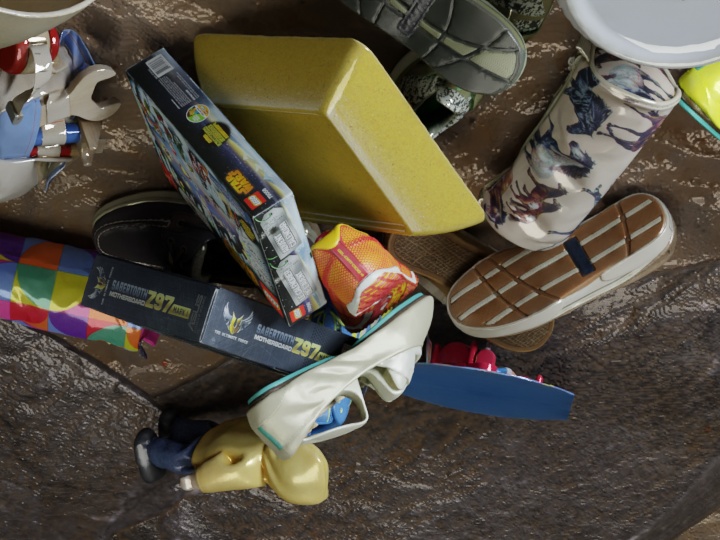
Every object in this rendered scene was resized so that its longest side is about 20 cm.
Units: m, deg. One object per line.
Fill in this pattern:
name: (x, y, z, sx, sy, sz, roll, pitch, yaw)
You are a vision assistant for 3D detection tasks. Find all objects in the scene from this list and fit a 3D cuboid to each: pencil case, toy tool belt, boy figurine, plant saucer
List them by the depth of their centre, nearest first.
plant saucer: (-0.028, -0.096, 1.552, 0.199, 0.049, 0.200, 8, 145, 46)
pencil case: (0.166, -0.098, 1.565, 0.089, 0.078, 0.200, 36, 133, 2)
toy tool belt: (-0.251, -0.137, 1.583, 0.123, 0.125, 0.200, -10, 151, -35)
pencil case: (-0.271, 0.018, 1.749, 0.199, 0.089, 0.089, 14, 136, -3)
boy figurine: (-0.108, 0.169, 1.845, 0.199, 0.124, 0.065, 6, 119, 30)

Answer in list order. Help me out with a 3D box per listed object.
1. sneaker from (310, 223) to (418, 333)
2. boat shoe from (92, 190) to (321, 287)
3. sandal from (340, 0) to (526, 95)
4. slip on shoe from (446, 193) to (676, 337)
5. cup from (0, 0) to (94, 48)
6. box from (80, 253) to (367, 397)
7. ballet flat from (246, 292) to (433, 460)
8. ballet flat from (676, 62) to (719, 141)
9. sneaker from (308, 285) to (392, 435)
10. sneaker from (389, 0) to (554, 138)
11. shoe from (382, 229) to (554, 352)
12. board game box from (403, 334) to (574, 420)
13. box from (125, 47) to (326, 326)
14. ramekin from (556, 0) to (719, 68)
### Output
sneaker: (0.000, 0.000, 1.606, 0.077, 0.073, 0.200, 50, 173, 10)
boat shoe: (-0.135, -0.020, 1.699, 0.199, 0.065, 0.072, 5, 137, 5)
sandal: (0.040, -0.207, 1.461, 0.201, 0.057, 0.080, 45, 120, 0)
slip on shoe: (0.169, 0.004, 1.656, 0.199, 0.076, 0.061, -29, 149, 6)
cup: (-0.291, -0.232, 1.423, 0.200, 0.201, 0.143, 31, 138, -22)
box: (-0.106, 0.046, 1.641, 0.157, 0.051, 0.200, 13, 173, 45)
ballet flat: (-0.003, 0.088, 1.592, 0.069, 0.200, 0.070, 36, 142, 34)
ballet flat: (0.323, -0.097, 1.557, 0.067, 0.067, 0.200, -43, 119, 8)
sneaker: (-0.018, 0.075, 1.748, 0.075, 0.105, 0.200, 11, 136, -3)
sneaker: (0.085, -0.157, 1.508, 0.077, 0.089, 0.200, 24, 133, -15)
shoe: (0.091, 0.001, 1.703, 0.200, 0.053, 0.070, 37, 97, -31)
board game box: (0.112, 0.091, 1.768, 0.157, 0.039, 0.200, 9, 167, 6)
box: (-0.105, -0.066, 1.557, 0.040, 0.200, 0.137, -32, 142, -12)
ramekin: (0.220, -0.235, 1.398, 0.199, 0.105, 0.201, 5, 136, 5)
